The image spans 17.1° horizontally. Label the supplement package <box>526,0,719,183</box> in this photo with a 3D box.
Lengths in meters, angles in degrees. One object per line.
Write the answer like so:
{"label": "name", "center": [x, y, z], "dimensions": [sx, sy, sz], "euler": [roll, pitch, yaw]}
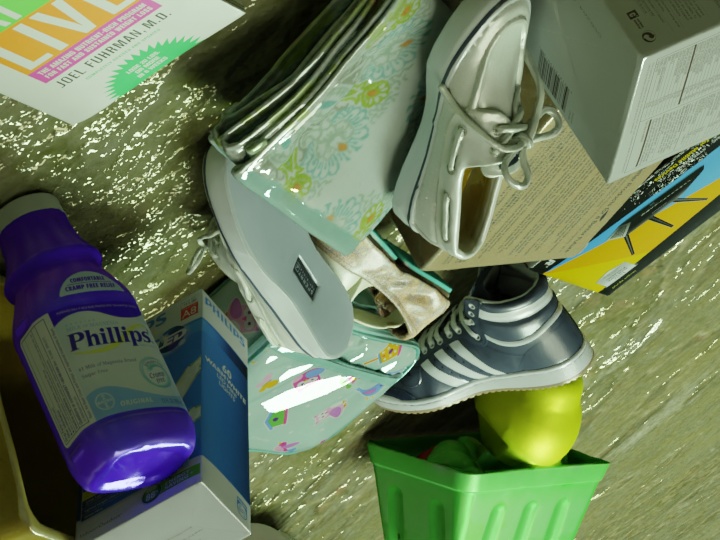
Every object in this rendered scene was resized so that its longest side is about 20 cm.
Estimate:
{"label": "supplement package", "center": [0.215, -0.185, 1.525], "dimensions": [0.200, 0.152, 0.151], "euler": [-24, 155, -15]}

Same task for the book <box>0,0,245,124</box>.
{"label": "book", "center": [-0.172, -0.151, 1.344], "dimensions": [0.133, 0.048, 0.200], "euler": [-33, 156, 19]}

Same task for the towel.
{"label": "towel", "center": [0.003, -0.104, 1.551], "dimensions": [0.171, 0.048, 0.200], "euler": [-46, 153, 4]}

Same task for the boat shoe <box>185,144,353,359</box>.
{"label": "boat shoe", "center": [-0.079, -0.016, 1.646], "dimensions": [0.086, 0.075, 0.202], "euler": [3, 143, 31]}

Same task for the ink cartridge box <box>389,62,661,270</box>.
{"label": "ink cartridge box", "center": [0.136, -0.090, 1.721], "dimensions": [0.165, 0.075, 0.200], "euler": [-6, 146, -41]}

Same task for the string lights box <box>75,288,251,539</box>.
{"label": "string lights box", "center": [-0.129, 0.113, 1.589], "dimensions": [0.103, 0.200, 0.059], "euler": [-29, 123, 17]}

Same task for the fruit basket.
{"label": "fruit basket", "center": [0.124, 0.153, 2.137], "dimensions": [0.215, 0.155, 0.216], "euler": [-13, 109, -43]}

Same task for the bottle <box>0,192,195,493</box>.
{"label": "bottle", "center": [-0.175, 0.043, 1.510], "dimensions": [0.083, 0.200, 0.065], "euler": [-3, 146, -40]}

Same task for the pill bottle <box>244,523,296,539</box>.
{"label": "pill bottle", "center": [-0.087, 0.301, 2.188], "dimensions": [0.111, 0.111, 0.200], "euler": [-26, 155, -5]}

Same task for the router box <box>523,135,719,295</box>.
{"label": "router box", "center": [0.229, -0.066, 1.885], "dimensions": [0.200, 0.051, 0.149], "euler": [-39, 154, 21]}

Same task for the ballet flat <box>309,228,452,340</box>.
{"label": "ballet flat", "center": [0.000, 0.000, 1.726], "dimensions": [0.067, 0.068, 0.200], "euler": [-48, 139, 3]}

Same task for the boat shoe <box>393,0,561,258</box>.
{"label": "boat shoe", "center": [0.083, -0.087, 1.529], "dimensions": [0.075, 0.086, 0.202], "euler": [-22, 143, -41]}

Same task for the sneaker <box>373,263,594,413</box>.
{"label": "sneaker", "center": [0.079, 0.049, 1.935], "dimensions": [0.200, 0.070, 0.109], "euler": [-11, 126, 27]}

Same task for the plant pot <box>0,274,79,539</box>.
{"label": "plant pot", "center": [-0.282, 0.139, 1.610], "dimensions": [0.200, 0.196, 0.194], "euler": [-24, 156, 13]}

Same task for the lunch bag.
{"label": "lunch bag", "center": [-0.056, 0.066, 1.819], "dimensions": [0.160, 0.077, 0.200], "euler": [-39, 153, 21]}
